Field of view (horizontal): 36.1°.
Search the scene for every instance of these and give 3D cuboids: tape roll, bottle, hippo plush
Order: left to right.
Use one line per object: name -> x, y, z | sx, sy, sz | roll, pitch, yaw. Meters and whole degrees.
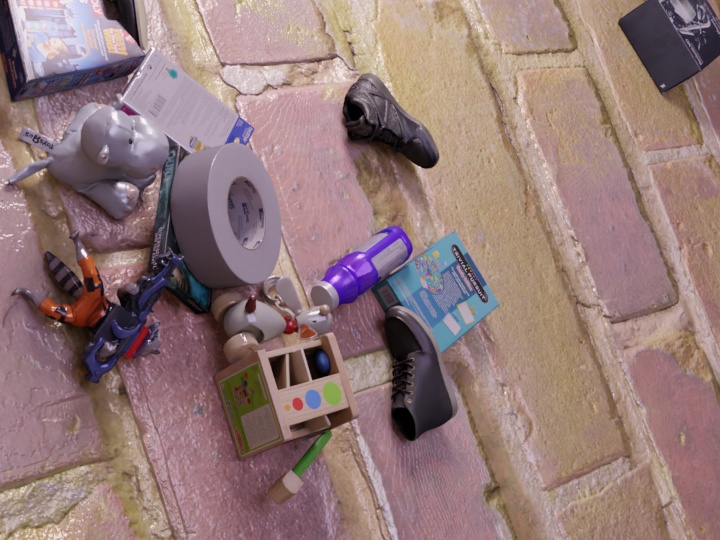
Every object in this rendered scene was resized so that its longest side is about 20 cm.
hippo plush -> -0.343, -0.182, 1.502 | 0.198, 0.160, 0.162 | 21, 58, -29
tape roll -> -0.189, -0.077, 1.581 | 0.200, 0.065, 0.204 | 33, 53, -58
bottle -> 0.000, 0.000, 1.744 | 0.199, 0.083, 0.066 | -37, 94, -43

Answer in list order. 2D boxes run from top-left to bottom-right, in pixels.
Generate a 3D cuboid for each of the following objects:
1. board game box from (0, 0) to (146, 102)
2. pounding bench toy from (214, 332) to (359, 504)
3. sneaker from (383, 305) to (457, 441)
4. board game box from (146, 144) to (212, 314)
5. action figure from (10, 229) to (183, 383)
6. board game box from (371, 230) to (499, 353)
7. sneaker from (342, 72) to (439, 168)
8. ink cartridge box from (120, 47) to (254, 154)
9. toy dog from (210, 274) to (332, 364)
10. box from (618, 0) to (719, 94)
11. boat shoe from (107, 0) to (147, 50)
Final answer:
board game box -> -0.417, -0.344, 1.584 | 0.198, 0.061, 0.203 | -5, 74, -41
pounding bench toy -> -0.086, 0.211, 1.555 | 0.154, 0.124, 0.203 | -10, 77, -41
sneaker -> 0.075, 0.160, 1.736 | 0.106, 0.074, 0.202 | -25, 88, -45
board game box -> -0.245, -0.058, 1.571 | 0.135, 0.028, 0.203 | 48, 40, -55
action figure -> -0.327, 0.033, 1.457 | 0.200, 0.104, 0.194 | -48, 110, -11
board game box -> 0.129, 0.044, 1.851 | 0.199, 0.047, 0.152 | -33, 92, -42
sneaker -> 0.044, -0.234, 1.892 | 0.200, 0.076, 0.114 | 47, 51, -8
ink cartridge box -> -0.264, -0.229, 1.668 | 0.199, 0.042, 0.121 | 36, 52, -18
toy dog -> -0.120, 0.060, 1.588 | 0.132, 0.097, 0.199 | 49, 42, 11
box -> 0.725, -0.546, 2.539 | 0.196, 0.123, 0.202 | -36, 94, -40
boat shoe -> -0.361, -0.428, 1.669 | 0.062, 0.074, 0.205 | -12, 87, -4
